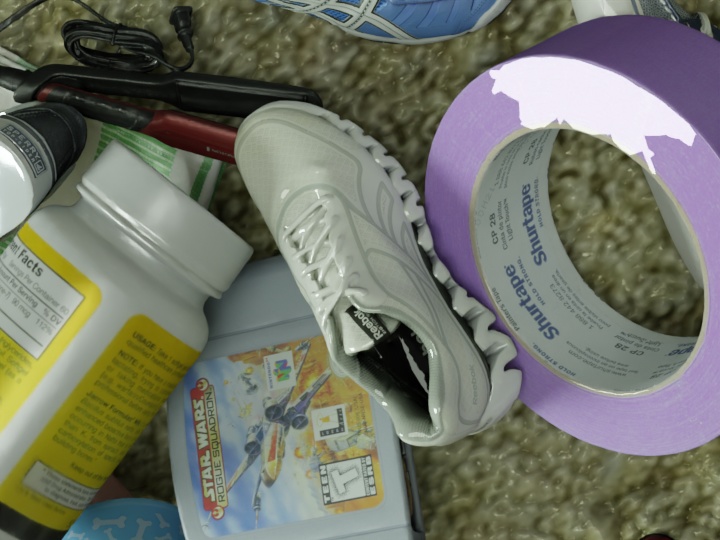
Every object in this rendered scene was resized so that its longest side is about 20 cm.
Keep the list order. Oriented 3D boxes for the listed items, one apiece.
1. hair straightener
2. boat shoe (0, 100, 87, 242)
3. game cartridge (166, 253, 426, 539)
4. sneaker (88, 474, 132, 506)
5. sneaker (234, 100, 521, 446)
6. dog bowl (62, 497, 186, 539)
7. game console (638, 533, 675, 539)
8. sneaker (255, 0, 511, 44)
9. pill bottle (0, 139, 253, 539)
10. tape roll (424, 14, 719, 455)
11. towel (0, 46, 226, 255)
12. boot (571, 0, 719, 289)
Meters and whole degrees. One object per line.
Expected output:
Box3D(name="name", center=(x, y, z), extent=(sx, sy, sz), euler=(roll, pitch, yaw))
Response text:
Box3D(name="hair straightener", center=(-0.115, -0.108, 0.790), extent=(0.197, 0.041, 0.078), euler=(12, 69, 9))
Box3D(name="boat shoe", center=(-0.223, -0.040, 0.794), extent=(0.199, 0.068, 0.072), euler=(-28, 101, 40))
Box3D(name="game cartridge", center=(-0.039, 0.090, 0.777), extent=(0.131, 0.042, 0.203), euler=(-12, 75, 11))
Box3D(name="sneaker", center=(-0.212, 0.088, 0.826), extent=(0.198, 0.075, 0.106), euler=(25, 118, 11))
Box3D(name="sneaker", center=(0.000, 0.000, 0.711), extent=(0.075, 0.081, 0.201), euler=(-42, 81, 31))
Box3D(name="dog bowl", center=(-0.137, 0.225, 0.819), extent=(0.110, 0.050, 0.202), euler=(3, 118, -14))
Box3D(name="game console", center=(0.164, 0.281, 0.815), extent=(0.200, 0.119, 0.172), euler=(46, 138, 2))
Box3D(name="sneaker", center=(-0.017, -0.159, 0.740), extent=(0.197, 0.077, 0.077), euler=(9, 101, 9))
Box3D(name="pill bottle", center=(-0.151, 0.040, 0.744), extent=(0.114, 0.114, 0.201), euler=(37, 87, 3))
Box3D(name="tape roll", center=(0.125, -0.016, 0.688), extent=(0.199, 0.065, 0.202), euler=(27, 131, 35))
Box3D(name="towel", center=(-0.188, -0.040, 0.829), extent=(0.198, 0.023, 0.154), euler=(23, 105, 7))
Box3D(name="boot", center=(0.174, -0.099, 0.721), extent=(0.089, 0.073, 0.202), euler=(-24, 97, 1))
